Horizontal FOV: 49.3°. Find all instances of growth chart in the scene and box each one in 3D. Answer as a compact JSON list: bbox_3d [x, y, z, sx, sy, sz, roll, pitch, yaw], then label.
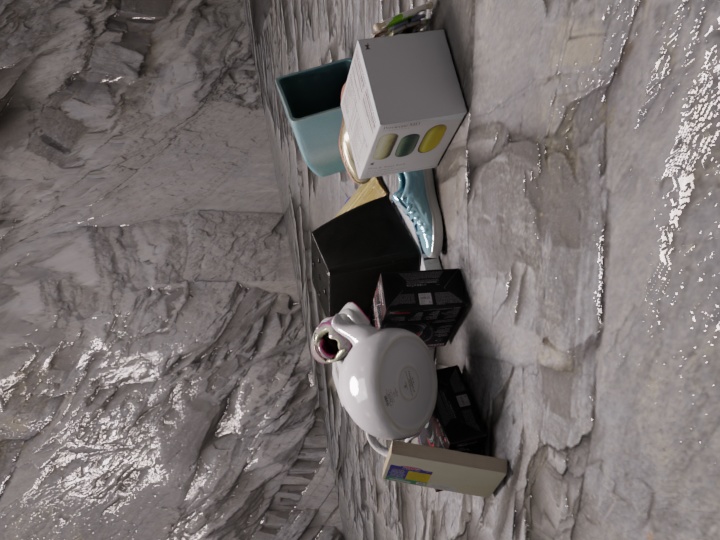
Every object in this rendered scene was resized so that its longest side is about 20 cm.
[{"bbox_3d":[0.055,-0.380,1.326,0.018,0.143,0.200,55,158,9],"label":"growth chart"}]

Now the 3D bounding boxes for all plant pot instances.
[{"bbox_3d":[0.000,0.000,1.570,0.201,0.174,0.202,-117,22,-46],"label":"plant pot"},{"bbox_3d":[-0.070,-0.339,1.827,0.197,0.192,0.202,-113,8,-46],"label":"plant pot"}]

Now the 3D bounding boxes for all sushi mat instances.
[{"bbox_3d":[-0.013,-0.133,1.811,0.201,0.012,0.097,-49,44,24],"label":"sushi mat"}]

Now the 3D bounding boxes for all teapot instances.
[{"bbox_3d":[0.031,0.199,1.351,0.144,0.196,0.204,-10,59,42],"label":"teapot"}]

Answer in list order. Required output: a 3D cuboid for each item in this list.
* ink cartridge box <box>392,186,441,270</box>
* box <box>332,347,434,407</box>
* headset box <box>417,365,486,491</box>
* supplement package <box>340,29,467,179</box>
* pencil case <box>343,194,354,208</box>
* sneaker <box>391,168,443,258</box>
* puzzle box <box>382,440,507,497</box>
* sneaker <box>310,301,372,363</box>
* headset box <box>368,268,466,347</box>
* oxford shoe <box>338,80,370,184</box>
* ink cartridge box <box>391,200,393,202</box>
[{"bbox_3d":[0.109,-0.062,1.529,0.100,0.038,0.204,112,145,-68],"label":"ink cartridge box"},{"bbox_3d":[0.045,0.190,1.635,0.098,0.196,0.126,-113,19,-46],"label":"box"},{"bbox_3d":[0.158,0.300,1.452,0.202,0.073,0.150,96,160,-49],"label":"headset box"},{"bbox_3d":[0.065,-0.271,1.308,0.200,0.149,0.154,117,141,-70],"label":"supplement package"},{"bbox_3d":[0.020,-0.083,1.833,0.087,0.076,0.203,77,176,-55],"label":"pencil case"},{"bbox_3d":[0.097,-0.119,1.439,0.074,0.080,0.205,144,116,-77],"label":"sneaker"},{"bbox_3d":[0.139,0.339,1.335,0.134,0.196,0.026,101,179,-57],"label":"puzzle box"},{"bbox_3d":[-0.058,0.133,1.485,0.081,0.088,0.200,46,146,5],"label":"sneaker"},{"bbox_3d":[0.096,0.079,1.426,0.201,0.145,0.076,102,162,-61],"label":"headset box"},{"bbox_3d":[-0.002,-0.264,1.511,0.074,0.069,0.204,-141,42,-66],"label":"oxford shoe"},{"bbox_3d":[0.070,-0.046,1.706,0.094,0.043,0.205,166,94,-76],"label":"ink cartridge box"}]
